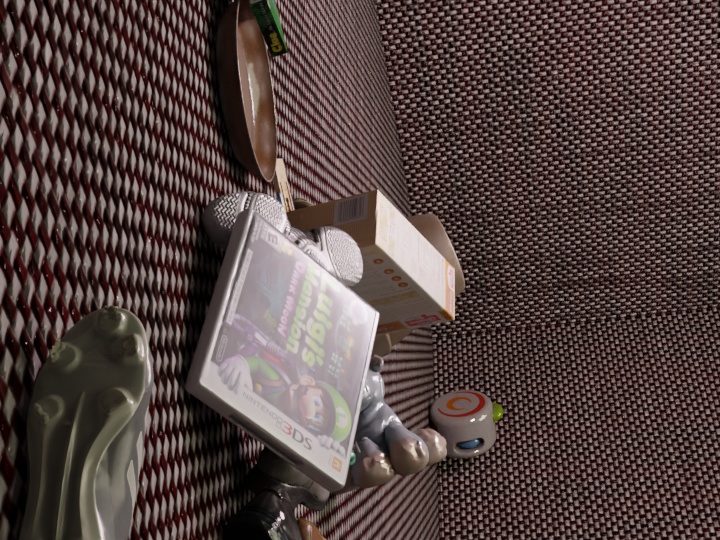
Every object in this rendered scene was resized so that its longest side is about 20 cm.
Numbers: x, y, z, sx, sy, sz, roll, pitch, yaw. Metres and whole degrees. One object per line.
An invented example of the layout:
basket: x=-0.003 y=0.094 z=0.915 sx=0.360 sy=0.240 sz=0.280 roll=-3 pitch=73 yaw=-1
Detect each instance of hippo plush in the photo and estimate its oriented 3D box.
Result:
hippo plush: x=0.025 y=0.196 z=1.808 sx=0.200 sy=0.158 sz=0.163 roll=-12 pitch=84 yaw=-65

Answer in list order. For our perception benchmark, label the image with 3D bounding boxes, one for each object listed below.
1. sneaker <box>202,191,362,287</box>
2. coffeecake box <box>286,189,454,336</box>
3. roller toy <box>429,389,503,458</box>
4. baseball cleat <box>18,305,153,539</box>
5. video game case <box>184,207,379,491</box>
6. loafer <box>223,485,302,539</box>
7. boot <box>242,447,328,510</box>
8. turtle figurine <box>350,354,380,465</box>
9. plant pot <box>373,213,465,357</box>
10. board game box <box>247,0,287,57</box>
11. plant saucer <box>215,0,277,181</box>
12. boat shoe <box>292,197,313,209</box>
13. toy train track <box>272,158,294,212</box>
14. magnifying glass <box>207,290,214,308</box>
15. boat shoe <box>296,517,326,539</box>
sneaker: x=-0.100 y=-0.012 z=1.324 sx=0.199 sy=0.114 sz=0.076 roll=19 pitch=58 yaw=-44
coffeecake box: x=0.000 y=0.000 z=1.541 sx=0.200 sy=0.152 sz=0.074 roll=42 pitch=43 yaw=-49
roller toy: x=0.285 y=0.433 z=3.733 sx=0.182 sy=0.199 sz=0.141 roll=-33 pitch=123 yaw=-42
baseball cleat: x=-0.157 y=0.125 z=0.769 sx=0.107 sy=0.069 sz=0.202 roll=85 pitch=11 yaw=-58
video game case: x=-0.063 y=0.070 z=1.209 sx=0.181 sy=0.023 sz=0.201 roll=40 pitch=44 yaw=-29
loafer: x=-0.067 y=0.294 z=1.234 sx=0.072 sy=0.072 sz=0.202 roll=-48 pitch=136 yaw=-54
boot: x=-0.045 y=0.168 z=1.340 sx=0.133 sy=0.069 sz=0.200 roll=-63 pitch=172 yaw=-2
turtle figurine: x=-0.040 y=0.157 z=1.555 sx=0.200 sy=0.100 sz=0.151 roll=104 pitch=-1 yaw=-63
plant pot: x=0.048 y=0.007 z=1.888 sx=0.200 sy=0.172 sz=0.202 roll=157 pitch=-90 yaw=-87
board game box: x=-0.120 y=-0.341 z=1.470 sx=0.105 sy=0.023 sz=0.202 roll=71 pitch=4 yaw=-54
plant saucer: x=-0.124 y=-0.195 z=1.445 sx=0.200 sy=0.032 sz=0.203 roll=-6 pitch=90 yaw=-83
boat shoe: x=-0.057 y=0.005 z=1.695 sx=0.076 sy=0.071 sz=0.202 roll=-117 pitch=-162 yaw=-75
toy train track: x=-0.089 y=-0.031 z=1.590 sx=0.114 sy=0.032 sz=0.202 roll=-12 pitch=89 yaw=-64
magnifying glass: x=-0.071 y=0.059 z=1.282 sx=0.199 sy=0.022 sz=0.080 roll=20 pitch=28 yaw=-49
boat shoe: x=-0.037 y=0.340 z=1.531 sx=0.201 sy=0.067 sz=0.073 roll=74 pitch=13 yaw=-51
